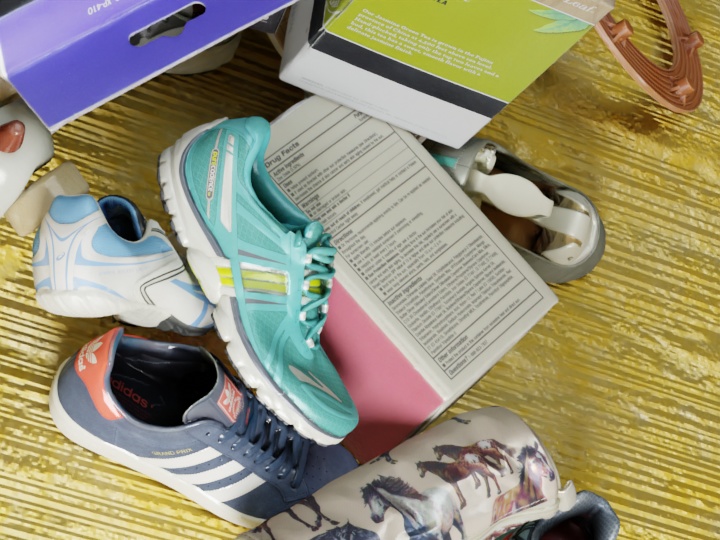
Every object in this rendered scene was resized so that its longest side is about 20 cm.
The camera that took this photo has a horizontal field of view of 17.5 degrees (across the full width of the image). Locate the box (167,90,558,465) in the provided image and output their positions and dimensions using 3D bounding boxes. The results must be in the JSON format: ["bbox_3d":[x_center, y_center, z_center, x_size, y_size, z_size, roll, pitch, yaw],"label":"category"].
[{"bbox_3d":[0.000,0.000,1.448,0.200,0.109,0.128,48,49,5],"label":"box"}]

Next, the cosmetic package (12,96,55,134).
[{"bbox_3d":[-0.265,-0.150,1.386,0.101,0.071,0.200,-38,82,-7],"label":"cosmetic package"}]

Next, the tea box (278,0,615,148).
[{"bbox_3d":[0.060,-0.216,1.406,0.133,0.197,0.201,20,59,-20],"label":"tea box"}]

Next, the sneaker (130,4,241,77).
[{"bbox_3d":[-0.155,-0.155,1.474,0.199,0.079,0.074,-22,74,-32],"label":"sneaker"}]

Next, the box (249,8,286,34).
[{"bbox_3d":[-0.045,-0.273,1.466,0.048,0.159,0.201,16,42,-14],"label":"box"}]

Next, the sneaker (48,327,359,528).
[{"bbox_3d":[-0.079,0.090,1.359,0.199,0.085,0.075,20,52,-19],"label":"sneaker"}]

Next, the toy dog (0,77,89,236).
[{"bbox_3d":[-0.240,-0.035,1.282,0.132,0.096,0.201,36,82,-2],"label":"toy dog"}]

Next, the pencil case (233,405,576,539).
[{"bbox_3d":[0.027,0.150,1.359,0.199,0.078,0.090,-26,59,-24],"label":"pencil case"}]

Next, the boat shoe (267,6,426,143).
[{"bbox_3d":[-0.010,-0.123,1.546,0.071,0.069,0.200,-39,95,-21],"label":"boat shoe"}]

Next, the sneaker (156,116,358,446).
[{"bbox_3d":[-0.048,0.007,1.346,0.201,0.079,0.078,65,13,-5],"label":"sneaker"}]

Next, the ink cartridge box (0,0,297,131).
[{"bbox_3d":[-0.151,-0.192,1.324,0.197,0.044,0.200,-31,60,-25],"label":"ink cartridge box"}]

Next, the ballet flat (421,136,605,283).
[{"bbox_3d":[0.113,-0.035,1.530,0.199,0.063,0.068,24,80,-43],"label":"ballet flat"}]

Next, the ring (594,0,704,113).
[{"bbox_3d":[0.198,-0.207,1.703,0.200,0.019,0.201,43,31,-33],"label":"ring"}]

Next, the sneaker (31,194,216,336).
[{"bbox_3d":[-0.127,-0.002,1.340,0.071,0.200,0.073,7,86,17],"label":"sneaker"}]

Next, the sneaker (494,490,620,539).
[{"bbox_3d":[0.094,0.203,1.382,0.079,0.096,0.200,35,49,-5],"label":"sneaker"}]
